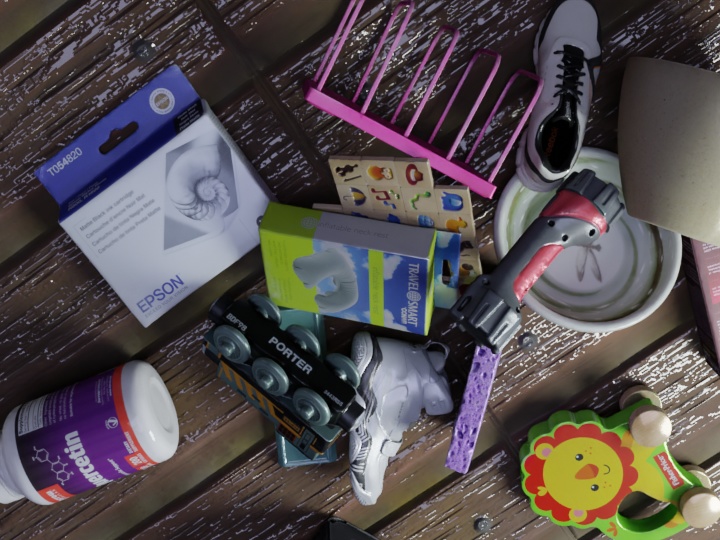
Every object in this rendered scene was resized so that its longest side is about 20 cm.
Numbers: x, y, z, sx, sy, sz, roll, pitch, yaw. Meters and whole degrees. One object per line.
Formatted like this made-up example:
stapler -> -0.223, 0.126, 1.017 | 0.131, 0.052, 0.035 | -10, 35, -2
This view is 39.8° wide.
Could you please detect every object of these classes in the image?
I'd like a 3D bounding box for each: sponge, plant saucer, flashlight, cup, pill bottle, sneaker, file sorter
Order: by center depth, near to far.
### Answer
cup -> 0.331, -0.106, 0.964 | 0.198, 0.200, 0.145 | 16, 100, -8
file sorter -> 0.059, -0.181, 0.970 | 0.198, 0.139, 0.127 | 27, 101, -10
flashlight -> 0.176, -0.007, 0.974 | 0.201, 0.067, 0.068 | -50, 136, -14
sneaker -> 0.207, -0.179, 0.994 | 0.073, 0.080, 0.203 | 9, 90, -2
plant saucer -> 0.233, -0.029, 1.043 | 0.197, 0.050, 0.203 | 1, 72, -4
sponge -> 0.131, 0.106, 1.072 | 0.029, 0.112, 0.203 | 16, 106, 7
pill bottle -> -0.304, 0.181, 1.075 | 0.198, 0.113, 0.114 | -22, 107, 4
sneaker -> 0.044, 0.167, 1.106 | 0.113, 0.075, 0.203 | 1, 104, 0
plant saucer -> -0.069, 0.131, 1.120 | 0.069, 0.019, 0.203 | -5, 108, -1

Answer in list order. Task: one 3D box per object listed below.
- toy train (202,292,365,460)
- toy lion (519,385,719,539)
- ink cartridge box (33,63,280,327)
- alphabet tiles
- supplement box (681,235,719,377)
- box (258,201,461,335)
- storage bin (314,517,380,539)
toy train -> -0.086, 0.112, 1.050 | 0.199, 0.085, 0.114 | 37, 139, 8
toy lion -> 0.289, 0.239, 1.153 | 0.190, 0.069, 0.201 | -32, 106, 14
ink cartridge box -> -0.209, -0.075, 1.038 | 0.199, 0.041, 0.201 | -35, 105, 8
alphabet tiles -> 0.035, -0.039, 0.998 | 0.165, 0.008, 0.201 | 4, 140, 19
supplement box -> 0.415, 0.006, 1.082 | 0.107, 0.061, 0.203 | -17, 106, 4
box -> 0.000, 0.000, 1.015 | 0.197, 0.048, 0.123 | 10, 140, 11
storage bin -> 0.023, 0.391, 1.141 | 0.199, 0.135, 0.094 | 32, 104, -12
